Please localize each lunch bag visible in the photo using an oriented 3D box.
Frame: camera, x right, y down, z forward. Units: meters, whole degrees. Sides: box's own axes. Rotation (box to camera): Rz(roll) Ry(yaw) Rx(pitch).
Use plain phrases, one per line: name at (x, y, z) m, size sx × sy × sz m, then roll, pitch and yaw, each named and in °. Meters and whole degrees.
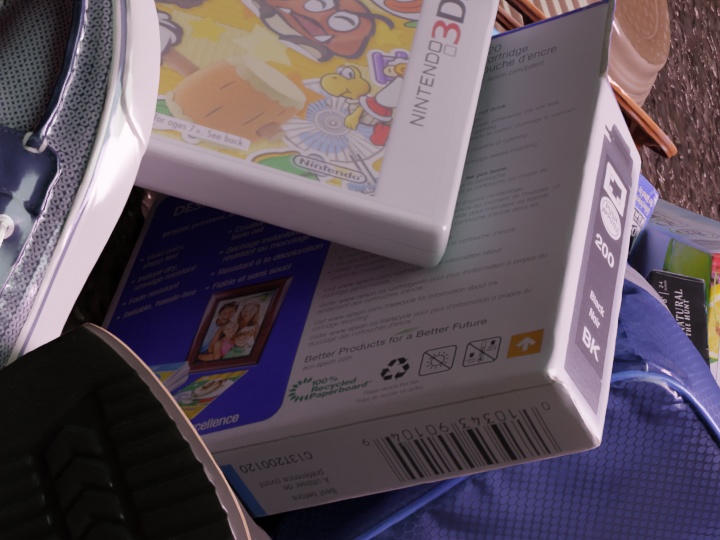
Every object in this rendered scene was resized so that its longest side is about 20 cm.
lunch bag at (0.042, 0.088, 0.853) m, size 0.136 × 0.199 × 0.133 m, roll 53°, pitch 8°, yaw -30°

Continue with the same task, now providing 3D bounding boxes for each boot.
boot at (-0.127, -0.021, 0.690) m, size 0.090 × 0.072 × 0.201 m, roll 32°, pitch 68°, yaw -48°
boot at (-0.037, 0.105, 0.724) m, size 0.201 × 0.077 × 0.138 m, roll 66°, pitch 18°, yaw -1°

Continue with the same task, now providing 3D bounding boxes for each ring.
ring at (0.061, -0.113, 1.036) m, size 0.200 × 0.019 × 0.200 m, roll 41°, pitch 5°, yaw -4°

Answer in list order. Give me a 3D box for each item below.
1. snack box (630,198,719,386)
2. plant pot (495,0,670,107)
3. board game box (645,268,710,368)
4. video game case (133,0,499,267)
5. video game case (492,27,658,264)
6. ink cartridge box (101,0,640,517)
snack box at (0.145, 0.048, 1.084) m, size 0.200 × 0.053 × 0.143 m, roll -140°, pitch -126°, yaw -76°
plant pot at (0.102, -0.140, 1.231) m, size 0.201 × 0.092 × 0.202 m, roll 38°, pitch 43°, yaw -48°
board game box at (0.106, 0.113, 1.007) m, size 0.028 × 0.201 × 0.136 m, roll 10°, pitch 50°, yaw -10°
video game case at (-0.052, -0.093, 0.828) m, size 0.183 × 0.198 × 0.023 m, roll -76°, pitch -178°, yaw -47°
video game case at (0.037, 0.005, 0.977) m, size 0.200 × 0.045 × 0.182 m, roll 36°, pitch 75°, yaw -50°
ink cartridge box at (0.000, 0.000, 0.830) m, size 0.044 × 0.197 × 0.201 m, roll 58°, pitch 31°, yaw -33°
